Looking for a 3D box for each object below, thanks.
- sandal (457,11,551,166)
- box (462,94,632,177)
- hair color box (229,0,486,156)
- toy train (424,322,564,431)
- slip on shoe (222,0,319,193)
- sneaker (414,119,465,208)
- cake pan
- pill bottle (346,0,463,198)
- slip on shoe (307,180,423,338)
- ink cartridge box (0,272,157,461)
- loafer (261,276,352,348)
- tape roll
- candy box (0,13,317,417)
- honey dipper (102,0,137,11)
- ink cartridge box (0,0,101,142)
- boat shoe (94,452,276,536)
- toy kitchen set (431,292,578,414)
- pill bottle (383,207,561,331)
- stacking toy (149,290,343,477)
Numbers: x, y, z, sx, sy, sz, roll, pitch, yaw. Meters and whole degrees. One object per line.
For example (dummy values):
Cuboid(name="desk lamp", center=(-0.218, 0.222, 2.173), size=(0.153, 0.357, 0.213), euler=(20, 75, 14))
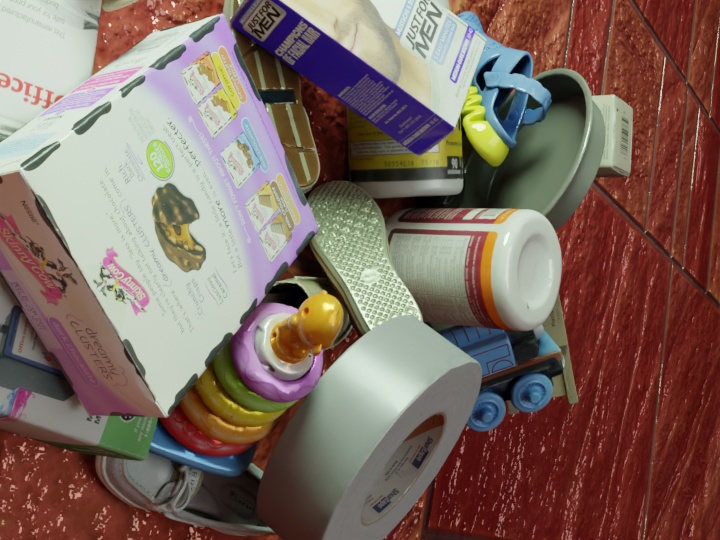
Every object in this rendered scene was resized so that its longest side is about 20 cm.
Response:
Cuboid(name="sandal", center=(0.140, -0.197, 1.018), size=(0.079, 0.087, 0.201), euler=(38, 30, -46))
Cuboid(name="box", center=(0.198, -0.145, 1.111), size=(0.068, 0.199, 0.083), euler=(7, 87, -57))
Cuboid(name="hair color box", center=(0.003, -0.201, 0.836), size=(0.199, 0.065, 0.110), euler=(31, 58, -17))
Cuboid(name="toy train", center=(0.110, 0.101, 1.016), size=(0.087, 0.199, 0.115), euler=(-114, -175, -65))
Cuboid(name="slip on shoe", center=(-0.082, -0.152, 0.841), size=(0.076, 0.060, 0.202), euler=(-6, 77, -35))
Cuboid(name="sneaker", center=(0.074, -0.161, 1.063), size=(0.104, 0.060, 0.201), euler=(41, 54, -47))
Cuboid(name="cake pan", center=(0.172, -0.107, 1.008), size=(0.037, 0.200, 0.202), euler=(25, 68, -26))
Cuboid(name="pill bottle", center=(0.041, -0.172, 0.963), size=(0.114, 0.114, 0.202), euler=(-10, 99, -54))
Cuboid(name="slip on shoe", center=(0.000, 0.000, 0.895), size=(0.061, 0.074, 0.201), euler=(91, -23, -55))
Cuboid(name="ink cartridge box", center=(-0.211, 0.025, 0.632), size=(0.200, 0.087, 0.146), euler=(35, 63, -48))
Cuboid(name="loafer", center=(-0.060, 0.043, 0.863), size=(0.199, 0.068, 0.076), euler=(-2, 92, -55))
Cuboid(name="tape roll", center=(0.011, 0.136, 0.777), size=(0.200, 0.066, 0.201), euler=(-43, 154, -26))
Cuboid(name="candy box", center=(-0.127, -0.037, 0.617), size=(0.200, 0.071, 0.169), euler=(-53, 129, -45))
Cuboid(name="honey dipper", center=(-0.178, -0.250, 0.573), size=(0.038, 0.038, 0.201), euler=(-51, 129, -41))
Cuboid(name="ink cartridge box", center=(-0.234, -0.178, 0.597), size=(0.145, 0.084, 0.202), euler=(15, 76, -54))
Cuboid(name="boat shoe", center=(-0.123, 0.165, 0.779), size=(0.202, 0.064, 0.075), euler=(45, 55, -46))
Cuboid(name="toy kitchen set", center=(0.147, 0.039, 1.149), size=(0.181, 0.162, 0.201), euler=(-77, 154, -68))
Cuboid(name="pill bottle", center=(0.079, -0.004, 0.941), size=(0.109, 0.199, 0.111), euler=(-5, 97, -50))
Cuboid(name="stacking toy", center=(-0.069, 0.060, 0.685), size=(0.109, 0.200, 0.117), euler=(24, 55, -27))
